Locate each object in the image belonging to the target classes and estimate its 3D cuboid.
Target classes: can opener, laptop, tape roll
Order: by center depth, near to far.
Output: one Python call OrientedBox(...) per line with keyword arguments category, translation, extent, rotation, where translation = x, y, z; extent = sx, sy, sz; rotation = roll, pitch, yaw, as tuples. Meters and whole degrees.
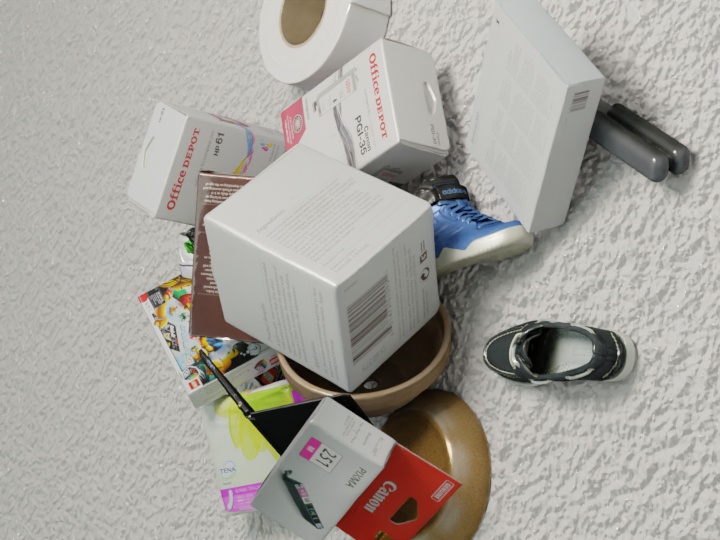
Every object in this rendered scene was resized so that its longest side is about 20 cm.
OrientedBox(category="can opener", translation=(0.260, -0.135, 1.485), extent=(0.200, 0.053, 0.067), rotation=(45, 147, 46))
OrientedBox(category="laptop", translation=(-0.065, 0.162, 1.622), extent=(0.103, 0.177, 0.200), rotation=(-39, 44, -6))
OrientedBox(category="tape roll", translation=(-0.049, -0.337, 1.890), extent=(0.202, 0.071, 0.203), rotation=(-17, 67, 48))

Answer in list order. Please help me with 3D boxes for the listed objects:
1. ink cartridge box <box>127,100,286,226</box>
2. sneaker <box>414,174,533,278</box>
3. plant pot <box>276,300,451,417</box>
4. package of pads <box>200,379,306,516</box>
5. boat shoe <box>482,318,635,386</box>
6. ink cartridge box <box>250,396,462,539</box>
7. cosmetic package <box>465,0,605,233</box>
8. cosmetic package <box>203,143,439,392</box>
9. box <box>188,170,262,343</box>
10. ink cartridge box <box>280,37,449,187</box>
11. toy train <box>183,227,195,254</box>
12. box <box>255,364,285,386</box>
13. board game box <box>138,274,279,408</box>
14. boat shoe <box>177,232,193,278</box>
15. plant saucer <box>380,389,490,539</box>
OrientedBox(category="ink cartridge box", translation=(-0.192, -0.130, 1.911), extent=(0.085, 0.199, 0.145), rotation=(31, 106, 50))
OrientedBox(category="sneaker", translation=(0.111, -0.059, 1.615), extent=(0.200, 0.076, 0.112), rotation=(-18, 76, 55))
OrientedBox(category="plant pot", translation=(0.008, 0.104, 1.657), extent=(0.201, 0.200, 0.093), rotation=(50, 157, 45))
OrientedBox(category="package of pads", translation=(-0.114, 0.221, 1.808), extent=(0.200, 0.068, 0.155), rotation=(-19, 83, 46))
OrientedBox(category="boat shoe", translation=(0.192, 0.082, 1.494), extent=(0.200, 0.060, 0.076), rotation=(-10, 73, 50))
OrientedBox(category="ink cartridge box", translation=(-0.009, 0.244, 1.559), extent=(0.044, 0.173, 0.200), rotation=(-58, 1, -43))
OrientedBox(category="cosmetic package", translation=(0.179, -0.164, 1.509), extent=(0.151, 0.051, 0.200), rotation=(56, 151, 36))
OrientedBox(category="cosmetic package", translation=(-0.041, -0.006, 1.594), extent=(0.200, 0.165, 0.165), rotation=(28, 142, 31))
OrientedBox(category="box", translation=(-0.146, -0.017, 1.739), extent=(0.100, 0.075, 0.201), rotation=(6, 94, 14))
OrientedBox(category="ink cartridge box", translation=(0.002, -0.166, 1.719), extent=(0.200, 0.083, 0.147), rotation=(-31, 58, 42))
OrientedBox(category="toy train", translation=(-0.145, 0.019, 1.807), extent=(0.200, 0.056, 0.042), rotation=(46, 102, 7))
OrientedBox(category="box", translation=(-0.129, 0.061, 1.917), extent=(0.200, 0.038, 0.137), rotation=(38, 111, 48))
OrientedBox(category="board game box", translation=(-0.199, 0.076, 1.871), extent=(0.126, 0.035, 0.200), rotation=(-28, 47, -8))
OrientedBox(category="boat shoe", translation=(-0.144, -0.032, 1.859), extent=(0.199, 0.074, 0.066), rotation=(-7, 104, 9))
OrientedBox(category="plant saucer", translation=(0.066, 0.234, 1.634), extent=(0.200, 0.035, 0.201), rotation=(-15, 70, 48))
